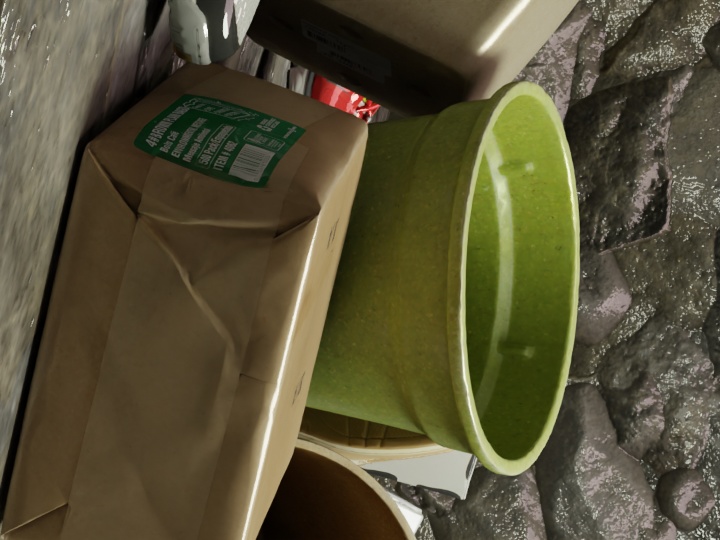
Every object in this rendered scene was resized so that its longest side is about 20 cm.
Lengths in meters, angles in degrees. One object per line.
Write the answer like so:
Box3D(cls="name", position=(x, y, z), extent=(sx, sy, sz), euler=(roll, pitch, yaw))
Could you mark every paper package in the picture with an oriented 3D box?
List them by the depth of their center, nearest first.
Box3D(cls="paper package", position=(-0.072, 0.020, 0.987), extent=(0.200, 0.103, 0.191), euler=(-64, 168, -74))

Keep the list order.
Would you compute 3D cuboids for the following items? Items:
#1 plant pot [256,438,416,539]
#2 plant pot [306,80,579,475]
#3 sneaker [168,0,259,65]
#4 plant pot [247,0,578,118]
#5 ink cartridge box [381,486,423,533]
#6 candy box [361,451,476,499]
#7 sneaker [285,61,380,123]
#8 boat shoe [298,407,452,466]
Box3D(cls="plant pot", position=(-0.080, 0.168, 1.210), extent=(0.200, 0.186, 0.187), euler=(-165, -89, -74))
Box3D(cls="plant pot", position=(0.000, 0.000, 1.168), extent=(0.200, 0.183, 0.201), euler=(3, 90, -69))
Box3D(cls="sneaker", position=(-0.025, -0.179, 0.972), extent=(0.076, 0.087, 0.201), euler=(100, 7, -79))
Box3D(cls="plant pot", position=(0.033, -0.190, 1.210), extent=(0.178, 0.199, 0.200), euler=(-62, 175, -10))
Box3D(cls="ink cartridge box", position=(-0.065, 0.210, 1.443), extent=(0.144, 0.085, 0.201), euler=(19, -102, 59))
Box3D(cls="candy box", position=(-0.009, 0.027, 1.320), extent=(0.072, 0.199, 0.168), euler=(-71, 176, -59))
Box3D(cls="sneaker", position=(-0.005, -0.123, 1.439), extent=(0.077, 0.085, 0.201), euler=(-27, 120, -87))
Box3D(cls="boat shoe", position=(-0.022, 0.079, 1.272), extent=(0.069, 0.199, 0.074), euler=(58, 40, -58))
